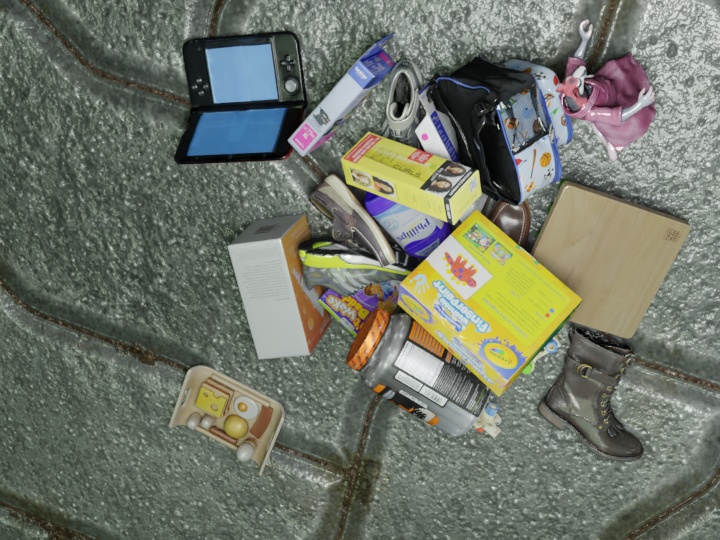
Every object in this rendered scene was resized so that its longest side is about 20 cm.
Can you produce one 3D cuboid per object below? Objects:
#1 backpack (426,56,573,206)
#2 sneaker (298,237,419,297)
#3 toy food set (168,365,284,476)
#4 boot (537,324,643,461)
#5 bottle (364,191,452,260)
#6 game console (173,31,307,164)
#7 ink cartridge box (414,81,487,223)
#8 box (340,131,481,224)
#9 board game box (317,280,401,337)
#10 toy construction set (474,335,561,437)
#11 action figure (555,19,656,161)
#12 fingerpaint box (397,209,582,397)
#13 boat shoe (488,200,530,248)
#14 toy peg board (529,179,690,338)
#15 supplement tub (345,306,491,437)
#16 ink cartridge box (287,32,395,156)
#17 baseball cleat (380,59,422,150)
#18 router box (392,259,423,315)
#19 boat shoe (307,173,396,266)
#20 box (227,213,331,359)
[{"bbox_3d":[0.204,-0.195,1.282,0.152,0.200,0.193,-22,117,-10],"label":"backpack"},{"bbox_3d":[0.000,0.000,1.439,0.197,0.074,0.082,7,121,7],"label":"sneaker"},{"bbox_3d":[-0.247,0.278,1.681,0.198,0.060,0.145,26,117,5],"label":"toy food set"},{"bbox_3d":[0.389,0.195,1.449,0.198,0.069,0.176,27,118,7],"label":"boot"},{"bbox_3d":[0.094,-0.064,1.410,0.083,0.066,0.200,-30,119,27],"label":"bottle"},{"bbox_3d":[-0.193,-0.266,1.406,0.197,0.119,0.175,0,112,16],"label":"game console"},{"bbox_3d":[0.128,-0.177,1.358,0.037,0.095,0.202,-20,105,24],"label":"ink cartridge box"},{"bbox_3d":[0.071,-0.134,1.302,0.199,0.075,0.050,25,147,35],"label":"box"},{"bbox_3d":[0.046,0.068,1.513,0.200,0.045,0.135,43,117,-4],"label":"board game box"},{"bbox_3d":[0.222,0.163,1.481,0.130,0.092,0.202,29,106,3],"label":"toy construction set"},{"bbox_3d":[0.313,-0.236,1.230,0.149,0.198,0.135,-47,63,40],"label":"action figure"},{"bbox_3d":[0.178,0.044,1.285,0.200,0.167,0.074,41,161,16],"label":"fingerpaint box"},{"bbox_3d":[0.211,-0.018,1.415,0.070,0.070,0.202,19,115,9],"label":"boat shoe"},{"bbox_3d":[0.348,-0.031,1.367,0.196,0.098,0.202,16,118,-8],"label":"toy peg board"},{"bbox_3d":[0.085,0.144,1.331,0.198,0.123,0.123,31,118,-6],"label":"supplement tub"},{"bbox_3d":[-0.017,-0.260,1.354,0.042,0.119,0.200,43,117,-1],"label":"ink cartridge box"},{"bbox_3d":[0.056,-0.207,1.361,0.069,0.107,0.203,2,115,10],"label":"baseball cleat"},{"bbox_3d":[0.118,0.103,1.409,0.148,0.062,0.202,24,118,-4],"label":"router box"},{"bbox_3d":[-0.015,-0.068,1.409,0.064,0.072,0.201,-35,57,-3],"label":"boat shoe"},{"bbox_3d":[-0.130,0.026,1.504,0.096,0.125,0.203,-6,111,18],"label":"box"}]
